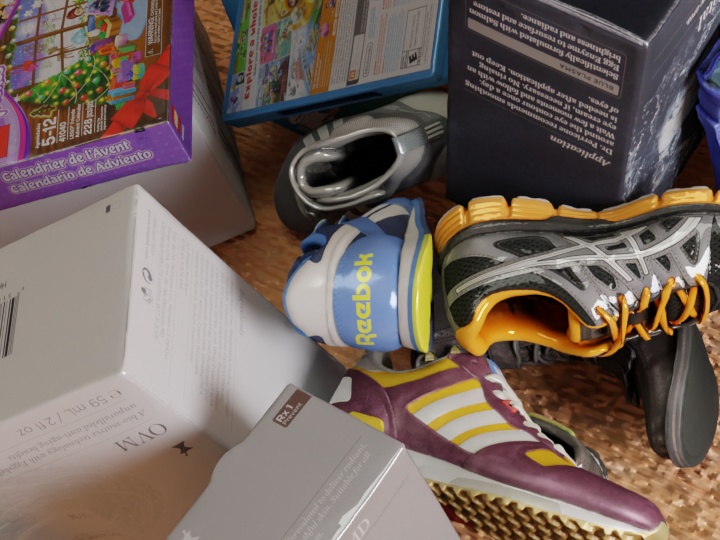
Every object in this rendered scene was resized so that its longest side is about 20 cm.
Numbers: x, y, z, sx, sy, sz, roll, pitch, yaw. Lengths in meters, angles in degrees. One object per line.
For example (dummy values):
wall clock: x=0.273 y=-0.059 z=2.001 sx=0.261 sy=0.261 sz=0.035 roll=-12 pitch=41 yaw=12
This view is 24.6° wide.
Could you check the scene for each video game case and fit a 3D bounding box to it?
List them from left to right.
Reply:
video game case: x=-0.011 y=-0.173 z=1.046 sx=0.199 sy=0.018 sz=0.145 roll=-6 pitch=72 yaw=46

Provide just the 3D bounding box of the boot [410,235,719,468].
boot: x=0.113 y=0.043 z=0.960 sx=0.172 sy=0.070 sz=0.202 roll=-14 pitch=44 yaw=17

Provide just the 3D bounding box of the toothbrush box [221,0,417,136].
toothbrush box: x=0.007 y=-0.202 z=1.116 sx=0.200 sy=0.085 sz=0.147 roll=-49 pitch=43 yaw=25

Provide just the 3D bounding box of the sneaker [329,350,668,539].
sneaker: x=0.071 y=0.088 z=0.852 sx=0.198 sy=0.075 sz=0.091 roll=14 pitch=63 yaw=26

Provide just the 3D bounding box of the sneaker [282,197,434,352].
sneaker: x=0.000 y=0.000 z=0.928 sx=0.081 sy=0.200 sz=0.075 roll=-4 pitch=96 yaw=2

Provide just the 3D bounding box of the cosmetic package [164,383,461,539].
cosmetic package: x=-0.004 y=0.162 z=0.821 sx=0.090 sy=0.201 sz=0.107 roll=24 pitch=67 yaw=35

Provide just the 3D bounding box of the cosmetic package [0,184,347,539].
cosmetic package: x=-0.140 y=0.087 z=0.911 sx=0.198 sy=0.200 sz=0.124 roll=-23 pitch=48 yaw=26

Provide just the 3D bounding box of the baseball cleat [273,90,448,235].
baseball cleat: x=-0.019 y=-0.062 z=1.021 sx=0.106 sy=0.070 sz=0.199 roll=-20 pitch=-5 yaw=-37

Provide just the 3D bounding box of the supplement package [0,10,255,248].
supplement package: x=-0.197 y=-0.107 z=1.144 sx=0.189 sy=0.148 sz=0.201 roll=-22 pitch=49 yaw=6

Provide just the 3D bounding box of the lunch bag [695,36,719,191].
lunch bag: x=0.280 y=-0.099 z=0.919 sx=0.199 sy=0.171 sz=0.128 roll=-33 pitch=50 yaw=-5

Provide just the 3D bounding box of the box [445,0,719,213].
box: x=0.143 y=-0.142 z=0.912 sx=0.117 sy=0.201 sz=0.197 roll=27 pitch=61 yaw=19

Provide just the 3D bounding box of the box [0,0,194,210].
box: x=-0.173 y=-0.136 z=1.031 sx=0.135 sy=0.039 sz=0.202 roll=-14 pitch=50 yaw=12

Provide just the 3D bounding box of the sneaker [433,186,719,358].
sneaker: x=0.136 y=0.009 z=0.865 sx=0.197 sy=0.079 sz=0.078 roll=-3 pitch=51 yaw=11

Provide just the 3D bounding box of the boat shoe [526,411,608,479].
boat shoe: x=0.045 y=0.102 z=0.938 sx=0.199 sy=0.061 sz=0.072 roll=8 pitch=58 yaw=28
